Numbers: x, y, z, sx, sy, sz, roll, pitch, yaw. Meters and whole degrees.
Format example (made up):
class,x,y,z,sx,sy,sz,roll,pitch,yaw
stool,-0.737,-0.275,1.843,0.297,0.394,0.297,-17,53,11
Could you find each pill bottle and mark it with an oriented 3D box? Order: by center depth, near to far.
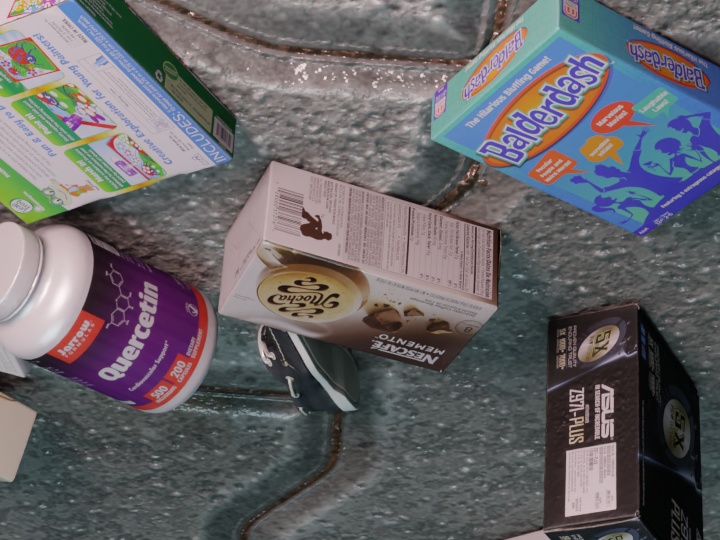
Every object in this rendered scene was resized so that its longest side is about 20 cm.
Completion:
class,x,y,z,sx,sy,sz,roll,pitch,yaw
pill bottle,-0.218,0.035,1.505,0.112,0.114,0.199,-24,142,36

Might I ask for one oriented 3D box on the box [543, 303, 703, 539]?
class,x,y,z,sx,sy,sz,roll,pitch,yaw
box,0.225,0.159,1.574,0.085,0.202,0.164,-12,143,25

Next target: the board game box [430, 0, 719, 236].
class,x,y,z,sx,sy,sz,roll,pitch,yaw
board game box,0.172,-0.109,1.318,0.198,0.045,0.152,22,143,-24

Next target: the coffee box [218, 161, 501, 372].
class,x,y,z,sx,sy,sz,roll,pitch,yaw
coffee box,0.000,0.000,1.469,0.198,0.081,0.113,16,144,-17

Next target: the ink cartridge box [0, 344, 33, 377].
class,x,y,z,sx,sy,sz,roll,pitch,yaw
ink cartridge box,-0.382,0.012,1.582,0.198,0.048,0.161,14,150,16

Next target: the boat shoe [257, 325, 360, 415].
class,x,y,z,sx,sy,sz,roll,pitch,yaw
boat shoe,-0.056,0.071,1.589,0.060,0.076,0.201,-12,143,13

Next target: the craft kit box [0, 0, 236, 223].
class,x,y,z,sx,sy,sz,roll,pitch,yaw
craft kit box,-0.223,-0.123,1.344,0.196,0.049,0.200,-17,141,24

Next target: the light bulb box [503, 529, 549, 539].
class,x,y,z,sx,sy,sz,roll,pitch,yaw
light bulb box,0.230,0.371,1.898,0.199,0.200,0.125,-20,138,34

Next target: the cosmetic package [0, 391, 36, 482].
class,x,y,z,sx,sy,sz,roll,pitch,yaw
cosmetic package,-0.401,0.119,1.667,0.103,0.074,0.200,2,157,39
